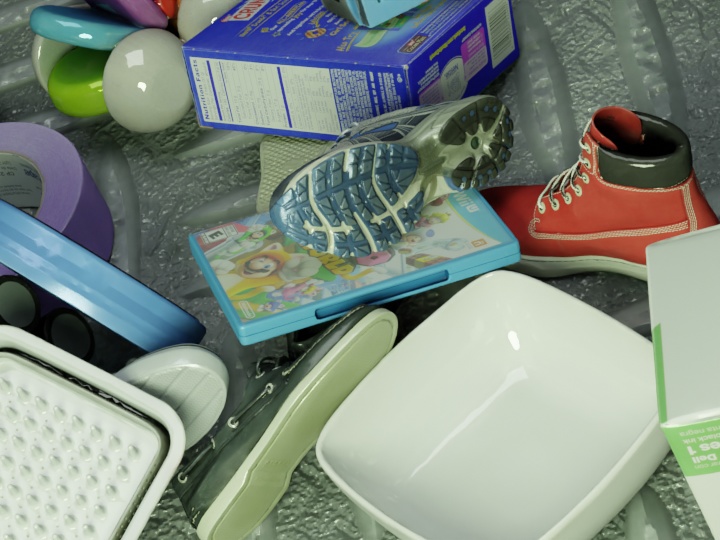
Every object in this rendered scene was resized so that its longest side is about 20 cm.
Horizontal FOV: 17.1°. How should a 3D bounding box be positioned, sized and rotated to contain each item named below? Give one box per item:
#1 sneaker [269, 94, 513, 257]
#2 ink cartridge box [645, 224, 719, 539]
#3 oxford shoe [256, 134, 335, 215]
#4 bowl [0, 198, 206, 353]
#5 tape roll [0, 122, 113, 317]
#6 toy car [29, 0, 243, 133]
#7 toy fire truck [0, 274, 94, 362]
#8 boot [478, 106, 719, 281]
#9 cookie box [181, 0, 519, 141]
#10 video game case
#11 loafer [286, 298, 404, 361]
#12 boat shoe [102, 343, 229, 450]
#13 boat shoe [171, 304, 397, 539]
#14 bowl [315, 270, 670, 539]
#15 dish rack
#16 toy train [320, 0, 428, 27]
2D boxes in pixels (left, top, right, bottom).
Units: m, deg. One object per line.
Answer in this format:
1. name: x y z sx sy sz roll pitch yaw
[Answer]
1. sneaker: 0.011 -0.066 1.644 0.199 0.078 0.085 -23 22 -34
2. ink cartridge box: 0.237 0.091 1.398 0.084 0.201 0.147 -14 43 16
3. oxford shoe: -0.038 -0.070 1.794 0.075 0.058 0.200 -10 30 14
4. bowl: -0.196 0.008 1.683 0.200 0.200 0.040 27 84 41
5. tape roll: -0.295 -0.023 1.860 0.199 0.066 0.201 -14 44 14
6. toy car: -0.183 -0.215 1.921 0.200 0.150 0.175 -43 37 -18
7. toy fire truck: -0.299 0.105 1.669 0.128 0.176 0.201 -28 41 40
8. boot: 0.144 -0.063 1.633 0.199 0.145 0.073 6 53 32
9. cookie box: -0.006 -0.167 1.823 0.199 0.076 0.171 8 33 30
10. video game case: -0.006 -0.016 1.639 0.199 0.018 0.143 -17 30 -11
11. loafer: 0.000 0.000 1.693 0.068 0.071 0.201 3 50 27
12. boat shoe: -0.155 0.093 1.623 0.200 0.072 0.071 -37 26 39
13. boat shoe: -0.055 0.091 1.585 0.066 0.074 0.200 44 107 30
14. bowl: 0.095 0.113 1.535 0.200 0.075 0.199 -43 45 -19
15. dish rack: -0.219 0.152 1.538 0.171 0.044 0.201 25 76 15
16. toy train: -0.002 -0.253 1.816 0.114 0.087 0.200 -26 30 -19
